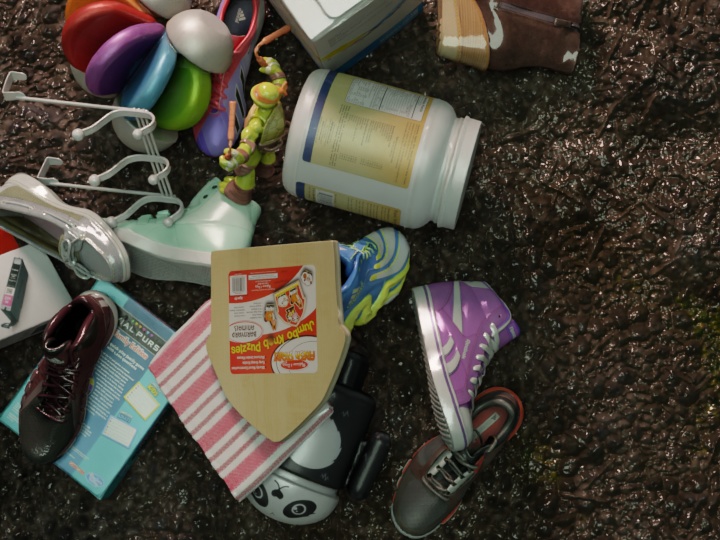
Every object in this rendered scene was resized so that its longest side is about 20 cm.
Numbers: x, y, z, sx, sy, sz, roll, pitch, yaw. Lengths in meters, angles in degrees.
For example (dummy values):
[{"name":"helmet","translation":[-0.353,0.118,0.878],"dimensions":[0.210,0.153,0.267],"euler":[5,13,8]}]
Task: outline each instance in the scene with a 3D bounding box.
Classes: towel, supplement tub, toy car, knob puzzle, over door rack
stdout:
[{"name":"towel","translation":[-0.129,0.126,1.598],"dimensions":[0.146,0.030,0.201],"euler":[-43,65,11]},{"name":"supplement tub","translation":[0.025,-0.130,1.639],"dimensions":[0.197,0.144,0.146],"euler":[16,87,4]},{"name":"toy car","translation":[-0.251,-0.238,1.635],"dimensions":[0.175,0.149,0.201],"euler":[-47,70,25]},{"name":"knob puzzle","translation":[-0.082,0.076,1.545],"dimensions":[0.218,0.030,0.223],"euler":[-2,87,39]},{"name":"over door rack","translation":[-0.299,-0.124,1.632],"dimensions":[0.198,0.149,0.067],"euler":[17,54,23]}]

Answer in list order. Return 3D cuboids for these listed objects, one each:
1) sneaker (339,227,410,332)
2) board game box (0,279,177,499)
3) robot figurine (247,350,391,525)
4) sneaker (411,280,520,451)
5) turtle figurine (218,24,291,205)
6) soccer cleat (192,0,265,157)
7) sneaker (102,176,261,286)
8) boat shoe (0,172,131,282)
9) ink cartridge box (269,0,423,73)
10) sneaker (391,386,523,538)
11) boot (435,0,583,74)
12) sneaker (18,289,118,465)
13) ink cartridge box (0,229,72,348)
[{"name":"sneaker","translation":[0.000,0.000,1.611],"dimensions":[0.075,0.106,0.201],"euler":[25,50,14]},{"name":"board game box","translation":[-0.290,0.132,1.688],"dimensions":[0.150,0.047,0.201],"euler":[36,88,6]},{"name":"robot figurine","translation":[-0.057,0.177,1.629],"dimensions":[0.124,0.150,0.202],"euler":[25,86,-38]},{"name":"sneaker","translation":[0.125,0.096,1.626],"dimensions":[0.113,0.073,0.203],"euler":[-7,61,-3]},{"name":"turtle figurine","translation":[-0.106,-0.158,1.621],"dimensions":[0.064,0.162,0.202],"euler":[17,52,0]},{"name":"soccer cleat","translation":[-0.153,-0.232,1.693],"dimensions":[0.066,0.076,0.203],"euler":[15,86,5]},{"name":"sneaker","translation":[-0.207,-0.053,1.695],"dimensions":[0.198,0.074,0.119],"euler":[12,61,19]},{"name":"boat shoe","translation":[-0.339,-0.039,1.667],"dimensions":[0.201,0.075,0.065],"euler":[33,52,22]},{"name":"ink cartridge box","translation":[-0.028,-0.324,1.630],"dimensions":[0.144,0.200,0.148],"euler":[-36,84,0]},{"name":"sneaker","translation":[0.102,0.208,1.638],"dimensions":[0.077,0.082,0.201],"euler":[37,88,6]},{"name":"boot","translation":[0.170,-0.324,1.696],"dimensions":[0.164,0.072,0.203],"euler":[4,84,-8]},{"name":"sneaker","translation":[-0.332,0.113,1.610],"dimensions":[0.075,0.116,0.202],"euler":[19,86,5]},{"name":"ink cartridge box","translation":[-0.436,0.007,1.646],"dimensions":[0.043,0.199,0.175],"euler":[-35,83,43]}]
